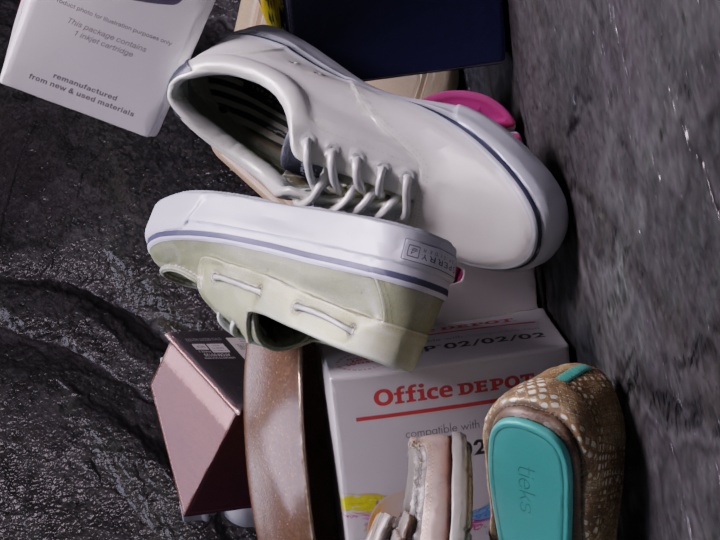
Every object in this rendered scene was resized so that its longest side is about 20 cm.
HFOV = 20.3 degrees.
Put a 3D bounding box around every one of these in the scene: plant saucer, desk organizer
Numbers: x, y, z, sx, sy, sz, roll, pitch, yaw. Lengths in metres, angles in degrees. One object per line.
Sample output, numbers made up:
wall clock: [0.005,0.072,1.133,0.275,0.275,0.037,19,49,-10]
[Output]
plant saucer: [-0.029,0.087,1.024,0.200,0.037,0.201,-5,-90,-82]
desk organizer: [-0.036,0.085,1.175,0.072,0.200,0.077,44,117,32]

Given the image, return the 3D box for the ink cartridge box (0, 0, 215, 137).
ink cartridge box: [-0.096,-0.190,0.962,0.145,0.084,0.200,-93,27,-57]

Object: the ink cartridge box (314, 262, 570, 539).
ink cartridge box: [0.043,0.088,0.959,0.068,0.115,0.201,-114,17,-74]

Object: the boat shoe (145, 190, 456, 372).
boat shoe: [-0.039,0.004,0.910,0.200,0.072,0.062,6,76,52]

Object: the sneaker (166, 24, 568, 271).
sneaker: [-0.002,-0.047,0.913,0.071,0.200,0.073,-34,-39,-46]

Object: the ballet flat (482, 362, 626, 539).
ballet flat: [0.087,0.123,0.865,0.065,0.070,0.200,-41,-35,-43]

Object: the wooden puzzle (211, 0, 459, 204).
wooden puzzle: [-0.017,-0.101,1.246,0.200,0.037,0.185,46,137,31]

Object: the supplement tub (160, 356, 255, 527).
supplement tub: [-0.040,0.110,1.475,0.145,0.199,0.145,172,90,-85]

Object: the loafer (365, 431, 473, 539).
loafer: [0.014,0.168,0.866,0.072,0.063,0.201,80,-167,-80]

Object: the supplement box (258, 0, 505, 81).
supplement box: [0.001,-0.175,1.044,0.200,0.109,0.109,-111,14,-70]

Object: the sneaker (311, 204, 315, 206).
sneaker: [0.000,0.000,1.152,0.200,0.139,0.078,86,172,-57]

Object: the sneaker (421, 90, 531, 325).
sneaker: [0.049,0.002,1.026,0.088,0.081,0.201,-112,22,-75]
